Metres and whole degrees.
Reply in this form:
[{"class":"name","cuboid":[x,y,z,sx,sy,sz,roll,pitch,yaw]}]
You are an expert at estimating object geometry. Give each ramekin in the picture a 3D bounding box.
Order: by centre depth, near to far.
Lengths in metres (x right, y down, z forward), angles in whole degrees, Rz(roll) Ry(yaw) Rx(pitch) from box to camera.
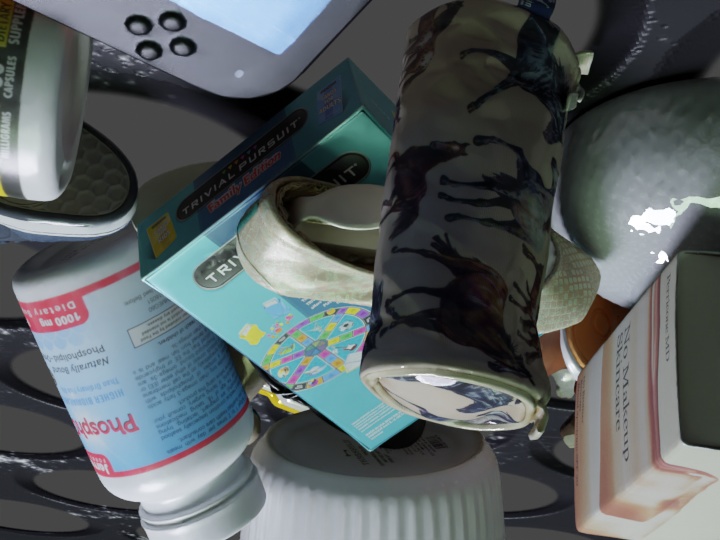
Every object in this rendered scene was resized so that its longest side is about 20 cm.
[{"class":"ramekin","cuboid":[0.008,0.167,0.979,0.197,0.107,0.200,1,-168,0]}]

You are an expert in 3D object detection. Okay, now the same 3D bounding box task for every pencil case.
[{"class":"pencil case","cuboid":[0.053,-0.025,0.613,0.088,0.203,0.078,4,154,11]}]

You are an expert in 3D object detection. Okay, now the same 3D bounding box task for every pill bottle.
[{"class":"pill bottle","cuboid":[-0.226,-0.099,0.624,0.197,0.113,0.112,8,157,-5]},{"class":"pill bottle","cuboid":[-0.133,0.072,0.878,0.107,0.202,0.109,-20,-166,5]}]

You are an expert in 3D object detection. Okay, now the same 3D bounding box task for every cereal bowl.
[{"class":"cereal bowl","cuboid":[0.196,-0.019,0.748,0.197,0.084,0.201,6,157,2]}]

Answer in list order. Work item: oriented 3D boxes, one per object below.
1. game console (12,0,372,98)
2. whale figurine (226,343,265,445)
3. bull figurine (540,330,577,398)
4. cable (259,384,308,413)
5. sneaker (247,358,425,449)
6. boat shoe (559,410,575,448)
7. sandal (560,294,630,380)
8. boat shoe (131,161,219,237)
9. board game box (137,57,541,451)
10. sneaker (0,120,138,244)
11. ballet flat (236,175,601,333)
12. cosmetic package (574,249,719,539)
[{"class":"game console","cuboid":[-0.060,-0.150,0.521,0.175,0.031,0.200,19,141,-30]},{"class":"whale figurine","cuboid":[-0.109,0.050,0.985,0.198,0.104,0.160,-23,114,12]},{"class":"bull figurine","cuboid":[0.095,0.044,0.929,0.120,0.066,0.200,-1,165,22]},{"class":"cable","cuboid":[-0.096,0.075,1.082,0.197,0.051,0.097,11,153,-14]},{"class":"sneaker","cuboid":[-0.031,0.060,0.895,0.076,0.091,0.200,-43,114,14]},{"class":"boat shoe","cuboid":[0.195,0.118,1.015,0.075,0.075,0.202,42,180,9]},{"class":"sandal","cuboid":[0.213,0.042,0.909,0.205,0.080,0.059,12,157,-36]},{"class":"boat shoe","cuboid":[-0.038,-0.019,0.826,0.197,0.072,0.063,2,154,-8]},{"class":"board game box","cuboid":[0.000,0.000,0.763,0.150,0.047,0.200,-35,129,17]},{"class":"sneaker","cuboid":[-0.214,-0.030,0.811,0.199,0.078,0.147,12,147,10]},{"class":"ballet flat","cuboid":[0.038,-0.009,0.682,0.197,0.068,0.063,4,146,-17]},{"class":"cosmetic package","cuboid":[0.178,0.076,0.737,0.086,0.105,0.200,7,156,-4]}]
